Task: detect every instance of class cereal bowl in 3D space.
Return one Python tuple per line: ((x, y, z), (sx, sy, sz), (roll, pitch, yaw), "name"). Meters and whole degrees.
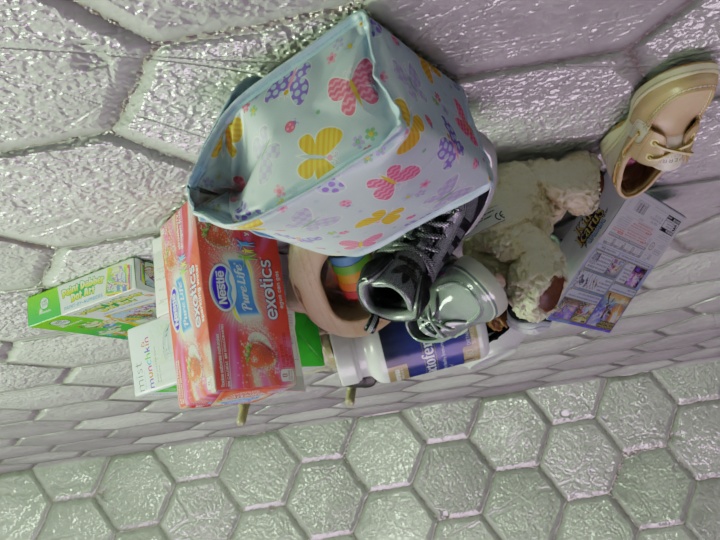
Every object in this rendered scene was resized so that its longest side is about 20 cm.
((0.224, 0.122, 1.567), (0.197, 0.085, 0.200), (-19, 164, -6), "cereal bowl")

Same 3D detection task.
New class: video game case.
((0.307, -0.016, 1.080), (0.199, 0.045, 0.183), (13, 112, -52), "video game case")

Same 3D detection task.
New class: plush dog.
((0.156, -0.038, 0.945), (0.158, 0.202, 0.172), (23, 155, 8), "plush dog")

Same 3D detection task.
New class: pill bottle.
((0.060, 0.080, 1.134), (0.196, 0.118, 0.116), (-15, 164, 1), "pill bottle")

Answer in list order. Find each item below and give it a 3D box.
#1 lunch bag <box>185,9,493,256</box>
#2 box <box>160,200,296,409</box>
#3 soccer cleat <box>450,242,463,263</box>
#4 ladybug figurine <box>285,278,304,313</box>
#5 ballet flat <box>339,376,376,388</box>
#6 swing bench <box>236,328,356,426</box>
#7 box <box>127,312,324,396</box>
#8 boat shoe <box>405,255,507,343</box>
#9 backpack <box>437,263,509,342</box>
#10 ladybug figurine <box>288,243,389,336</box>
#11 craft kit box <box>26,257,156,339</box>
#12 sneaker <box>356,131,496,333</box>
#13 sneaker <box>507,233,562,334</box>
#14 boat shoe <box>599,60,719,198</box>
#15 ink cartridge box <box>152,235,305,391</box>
((-0.022, -0.089, 0.693), (0.198, 0.129, 0.169), (-30, 157, 26), "lunch bag")
((-0.142, 0.034, 0.912), (0.093, 0.204, 0.102), (0, 164, -34), "box")
((0.161, -0.025, 1.148), (0.085, 0.071, 0.200), (6, 169, 20), "soccer cleat")
((0.000, 0.000, 1.078), (0.196, 0.073, 0.136), (-13, -177, -8), "ladybug figurine")
((-0.003, 0.085, 1.225), (0.067, 0.203, 0.068), (-10, -151, -21), "ballet flat")
((-0.099, 0.134, 1.390), (0.196, 0.132, 0.200), (-14, -166, 14), "swing bench")
((-0.180, 0.103, 1.169), (0.175, 0.098, 0.199), (-20, 164, 33), "box")
((0.092, 0.043, 0.900), (0.071, 0.070, 0.201), (-41, 178, -15), "boat shoe")
((0.124, 0.057, 1.280), (0.196, 0.129, 0.167), (-8, 176, -5), "backpack")
((-0.014, -0.015, 0.930), (0.134, 0.072, 0.202), (-22, 134, -8), "ladybug figurine")
((-0.300, 0.044, 1.158), (0.197, 0.049, 0.197), (-18, 159, 28), "craft kit box")
((0.058, -0.027, 0.788), (0.075, 0.114, 0.201), (29, 127, -1), "sneaker")
((0.253, -0.011, 1.151), (0.074, 0.200, 0.115), (19, 131, 22), "sneaker")
((0.288, -0.127, 0.827), (0.072, 0.070, 0.200), (-7, 164, -4), "boat shoe")
((-0.153, 0.057, 1.031), (0.044, 0.179, 0.199), (-18, 161, 33), "ink cartridge box")
